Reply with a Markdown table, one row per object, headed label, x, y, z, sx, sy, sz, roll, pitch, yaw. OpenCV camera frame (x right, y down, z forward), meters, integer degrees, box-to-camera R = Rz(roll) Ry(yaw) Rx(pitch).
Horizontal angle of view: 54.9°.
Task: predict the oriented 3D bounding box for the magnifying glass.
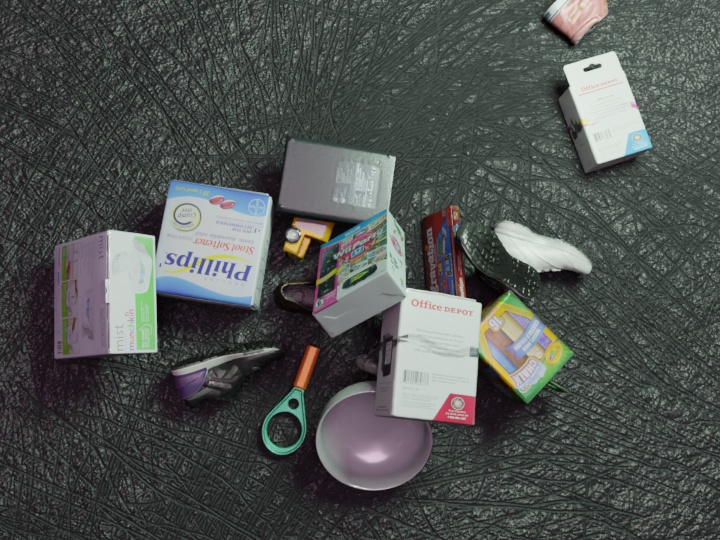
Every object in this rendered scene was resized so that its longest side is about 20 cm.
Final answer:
| label | x | y | z | sx | sy | sz | roll | pitch | yaw |
| --- | --- | --- | --- | --- | --- | --- | --- | --- | --- |
| magnifying glass | -0.118 | 0.233 | 1.251 | 0.079 | 0.022 | 0.201 | 20 | 81 | 0 |

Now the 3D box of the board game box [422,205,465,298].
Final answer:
| label | x | y | z | sx | sy | sz | roll | pitch | yaw |
| --- | --- | --- | --- | --- | --- | --- | --- | --- | --- |
| board game box | 0.151 | -0.008 | 1.260 | 0.019 | 0.103 | 0.201 | 0 | 81 | -25 |

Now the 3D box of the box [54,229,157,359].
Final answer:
| label | x | y | z | sx | sy | sz | roll | pitch | yaw |
| --- | --- | --- | --- | --- | --- | --- | --- | --- | --- |
| box | -0.435 | 0.046 | 1.175 | 0.176 | 0.096 | 0.201 | -10 | 80 | 38 |

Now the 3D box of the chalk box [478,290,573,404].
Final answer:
| label | x | y | z | sx | sy | sz | roll | pitch | yaw |
| --- | --- | --- | --- | --- | --- | --- | --- | --- | --- |
| chalk box | 0.281 | 0.154 | 1.234 | 0.124 | 0.124 | 0.200 | -43 | 85 | -8 |

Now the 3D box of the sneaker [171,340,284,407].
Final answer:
| label | x | y | z | sx | sy | sz | roll | pitch | yaw |
| --- | --- | --- | --- | --- | --- | --- | --- | --- | --- |
| sneaker | -0.225 | 0.184 | 1.229 | 0.199 | 0.076 | 0.088 | -14 | 96 | 0 |

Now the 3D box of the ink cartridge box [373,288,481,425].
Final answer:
| label | x | y | z | sx | sy | sz | roll | pitch | yaw |
| --- | --- | --- | --- | --- | --- | --- | --- | --- | --- |
| ink cartridge box | 0.109 | 0.142 | 1.124 | 0.145 | 0.083 | 0.201 | 11 | 76 | -18 |

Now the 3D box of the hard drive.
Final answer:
| label | x | y | z | sx | sy | sz | roll | pitch | yaw |
| --- | --- | --- | --- | --- | --- | --- | --- | --- | --- |
| hard drive | -0.044 | -0.156 | 1.239 | 0.199 | 0.033 | 0.140 | 9 | 82 | -6 |

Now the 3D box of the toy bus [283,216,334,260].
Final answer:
| label | x | y | z | sx | sy | sz | roll | pitch | yaw |
| --- | --- | --- | --- | --- | --- | --- | --- | --- | --- |
| toy bus | -0.078 | -0.114 | 1.280 | 0.078 | 0.065 | 0.201 | 20 | 81 | -2 |

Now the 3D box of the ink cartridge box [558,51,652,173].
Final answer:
| label | x | y | z | sx | sy | sz | roll | pitch | yaw |
| --- | --- | --- | --- | --- | --- | --- | --- | --- | --- |
| ink cartridge box | 0.462 | -0.304 | 1.336 | 0.115 | 0.068 | 0.201 | -17 | 84 | -6 |

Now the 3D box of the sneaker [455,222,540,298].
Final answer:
| label | x | y | z | sx | sy | sz | roll | pitch | yaw |
| --- | --- | --- | --- | --- | --- | --- | --- | --- | --- |
| sneaker | 0.226 | -0.007 | 1.244 | 0.200 | 0.087 | 0.076 | 38 | 65 | -25 |

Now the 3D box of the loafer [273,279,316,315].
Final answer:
| label | x | y | z | sx | sy | sz | roll | pitch | yaw |
| --- | --- | --- | --- | --- | --- | --- | --- | --- | --- |
| loafer | -0.059 | 0.055 | 1.254 | 0.199 | 0.071 | 0.073 | 2 | 82 | -3 |

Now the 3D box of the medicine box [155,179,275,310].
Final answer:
| label | x | y | z | sx | sy | sz | roll | pitch | yaw |
| --- | --- | --- | --- | --- | --- | --- | --- | --- | --- |
| medicine box | -0.259 | -0.041 | 1.240 | 0.181 | 0.103 | 0.201 | 9 | 81 | -2 |

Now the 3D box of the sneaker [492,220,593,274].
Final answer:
| label | x | y | z | sx | sy | sz | roll | pitch | yaw |
| --- | --- | --- | --- | --- | --- | --- | --- | --- | --- |
| sneaker | 0.333 | -0.028 | 1.298 | 0.199 | 0.075 | 0.087 | 20 | 93 | 6 |

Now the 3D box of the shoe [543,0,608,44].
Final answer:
| label | x | y | z | sx | sy | sz | roll | pitch | yaw |
| --- | --- | --- | --- | --- | --- | --- | --- | --- | --- |
| shoe | 0.462 | -0.541 | 1.371 | 0.091 | 0.071 | 0.200 | 45 | 87 | 2 |

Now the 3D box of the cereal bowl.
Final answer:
| label | x | y | z | sx | sy | sz | roll | pitch | yaw |
| --- | --- | --- | --- | --- | --- | --- | --- | --- | --- |
| cereal bowl | 0.023 | 0.277 | 1.206 | 0.199 | 0.083 | 0.201 | 0 | 108 | 0 |

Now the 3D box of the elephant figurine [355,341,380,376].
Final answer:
| label | x | y | z | sx | sy | sz | roll | pitch | yaw |
| --- | --- | --- | --- | --- | --- | --- | --- | --- | --- |
| elephant figurine | 0.087 | 0.102 | 1.224 | 0.141 | 0.155 | 0.201 | 17 | 79 | 34 |

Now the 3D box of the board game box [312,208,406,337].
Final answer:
| label | x | y | z | sx | sy | sz | roll | pitch | yaw |
| --- | --- | --- | --- | --- | --- | --- | --- | --- | --- |
| board game box | 0.000 | 0.000 | 1.157 | 0.147 | 0.200 | 0.064 | -29 | 117 | 19 |
